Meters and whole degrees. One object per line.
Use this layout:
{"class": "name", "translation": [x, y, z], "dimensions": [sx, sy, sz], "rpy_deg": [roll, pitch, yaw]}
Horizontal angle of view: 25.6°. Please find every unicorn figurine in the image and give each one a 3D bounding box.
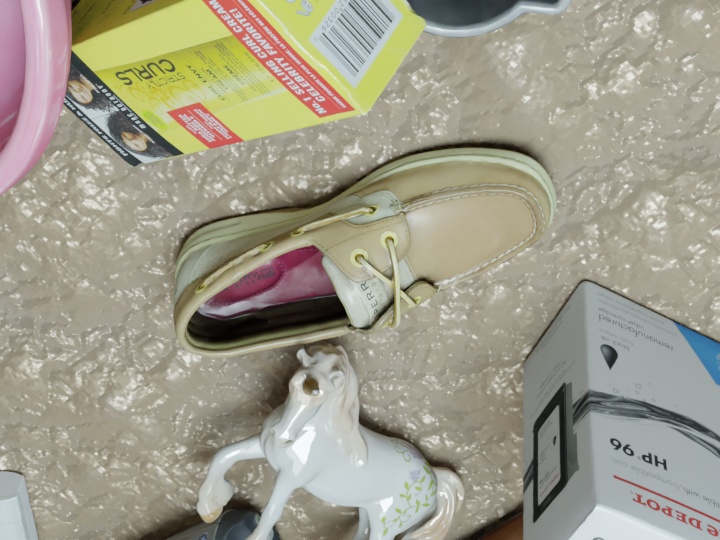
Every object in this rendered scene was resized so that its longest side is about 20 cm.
{"class": "unicorn figurine", "translation": [-0.019, 0.106, 0.835], "dimensions": [0.138, 0.074, 0.199], "rpy_deg": [-49, 141, 16]}

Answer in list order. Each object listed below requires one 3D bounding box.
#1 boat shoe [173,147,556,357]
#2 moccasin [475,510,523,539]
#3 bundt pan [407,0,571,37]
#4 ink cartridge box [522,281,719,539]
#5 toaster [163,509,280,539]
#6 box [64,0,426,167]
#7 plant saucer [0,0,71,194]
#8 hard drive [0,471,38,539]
{"class": "boat shoe", "translation": [0.000, 0.000, 0.765], "dimensions": [0.198, 0.067, 0.074], "rpy_deg": [-18, 124, 18]}
{"class": "moccasin", "translation": [0.076, 0.190, 0.892], "dimensions": [0.200, 0.078, 0.074], "rpy_deg": [-25, 121, 18]}
{"class": "bundt pan", "translation": [0.030, -0.196, 0.607], "dimensions": [0.199, 0.076, 0.204], "rpy_deg": [3, 128, 3]}
{"class": "ink cartridge box", "translation": [0.140, 0.110, 0.749], "dimensions": [0.115, 0.201, 0.068], "rpy_deg": [24, 126, -12]}
{"class": "toaster", "translation": [-0.080, 0.238, 0.929], "dimensions": [0.128, 0.114, 0.201], "rpy_deg": [-19, 125, 24]}
{"class": "box", "translation": [-0.062, -0.091, 0.649], "dimensions": [0.075, 0.050, 0.199], "rpy_deg": [44, 155, -25]}
{"class": "plant saucer", "translation": [-0.194, -0.124, 0.665], "dimensions": [0.198, 0.051, 0.203], "rpy_deg": [16, 122, 27]}
{"class": "hard drive", "translation": [-0.255, 0.202, 0.972], "dimensions": [0.130, 0.026, 0.202], "rpy_deg": [1, 127, 5]}
